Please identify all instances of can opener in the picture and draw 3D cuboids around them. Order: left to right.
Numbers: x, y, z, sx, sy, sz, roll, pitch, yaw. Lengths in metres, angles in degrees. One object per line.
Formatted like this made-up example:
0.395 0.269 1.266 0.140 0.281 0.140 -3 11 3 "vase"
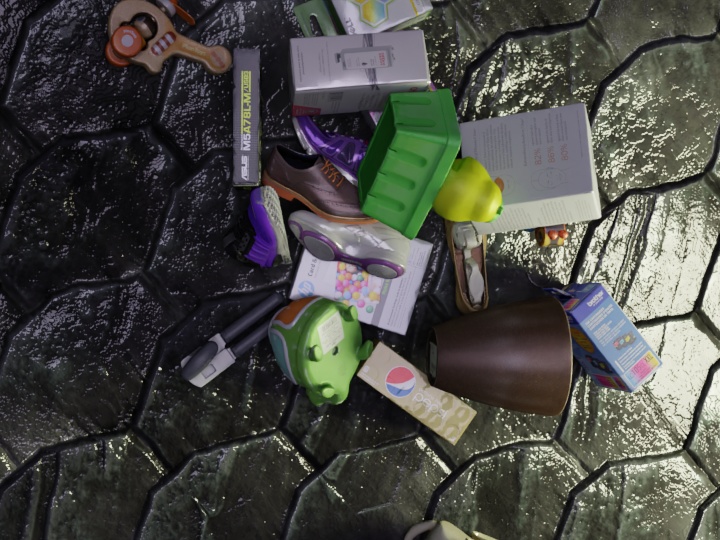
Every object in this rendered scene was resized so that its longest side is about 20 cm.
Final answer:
-0.194 0.111 1.700 0.199 0.067 0.054 -37 97 -5 "can opener"

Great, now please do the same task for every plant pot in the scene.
0.207 0.136 1.698 0.198 0.187 0.189 0 92 -9 "plant pot"

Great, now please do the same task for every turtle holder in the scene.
-0.064 0.120 1.684 0.142 0.131 0.186 -61 141 -16 "turtle holder"

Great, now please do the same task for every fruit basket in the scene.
0.114 -0.146 1.597 0.213 0.157 0.217 -3 135 -3 "fruit basket"

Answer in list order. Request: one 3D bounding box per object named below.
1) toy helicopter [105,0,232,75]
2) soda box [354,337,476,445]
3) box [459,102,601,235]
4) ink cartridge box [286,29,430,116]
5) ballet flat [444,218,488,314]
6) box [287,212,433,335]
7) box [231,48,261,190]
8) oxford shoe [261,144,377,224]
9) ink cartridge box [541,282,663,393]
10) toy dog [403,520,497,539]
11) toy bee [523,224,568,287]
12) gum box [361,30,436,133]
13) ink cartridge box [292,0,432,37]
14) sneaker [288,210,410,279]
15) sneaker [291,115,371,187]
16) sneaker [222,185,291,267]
-0.291 -0.362 1.680 0.198 0.079 0.134 18 80 -19 "toy helicopter"
0.086 0.195 1.746 0.199 0.064 0.068 37 86 -7 "soda box"
0.262 -0.155 1.682 0.198 0.106 0.154 -7 69 16 "box"
-0.007 -0.290 1.609 0.198 0.147 0.084 -5 84 -6 "ink cartridge box"
0.180 -0.024 1.753 0.068 0.063 0.202 -9 93 -8 "ballet flat"
0.000 0.000 1.739 0.198 0.041 0.158 18 88 -7 "box"
-0.169 -0.221 1.626 0.047 0.200 0.196 -2 93 -5 "box"
-0.053 -0.130 1.648 0.198 0.072 0.073 20 129 2 "oxford shoe"
0.376 0.094 1.749 0.076 0.136 0.201 -39 96 -11 "ink cartridge box"
0.140 0.517 1.730 0.192 0.140 0.202 22 89 5 "toy dog"
0.310 -0.083 1.748 0.130 0.109 0.202 -26 94 -7 "toy bee"
0.060 -0.270 1.726 0.113 0.066 0.201 -30 96 -6 "gum box"
0.003 -0.415 1.713 0.198 0.059 0.105 -25 91 -7 "ink cartridge box"
-0.015 -0.057 1.692 0.198 0.075 0.100 21 61 -4 "sneaker"
-0.023 -0.188 1.706 0.199 0.081 0.084 37 103 -15 "sneaker"
-0.163 -0.054 1.643 0.098 0.201 0.070 -11 63 -2 "sneaker"
